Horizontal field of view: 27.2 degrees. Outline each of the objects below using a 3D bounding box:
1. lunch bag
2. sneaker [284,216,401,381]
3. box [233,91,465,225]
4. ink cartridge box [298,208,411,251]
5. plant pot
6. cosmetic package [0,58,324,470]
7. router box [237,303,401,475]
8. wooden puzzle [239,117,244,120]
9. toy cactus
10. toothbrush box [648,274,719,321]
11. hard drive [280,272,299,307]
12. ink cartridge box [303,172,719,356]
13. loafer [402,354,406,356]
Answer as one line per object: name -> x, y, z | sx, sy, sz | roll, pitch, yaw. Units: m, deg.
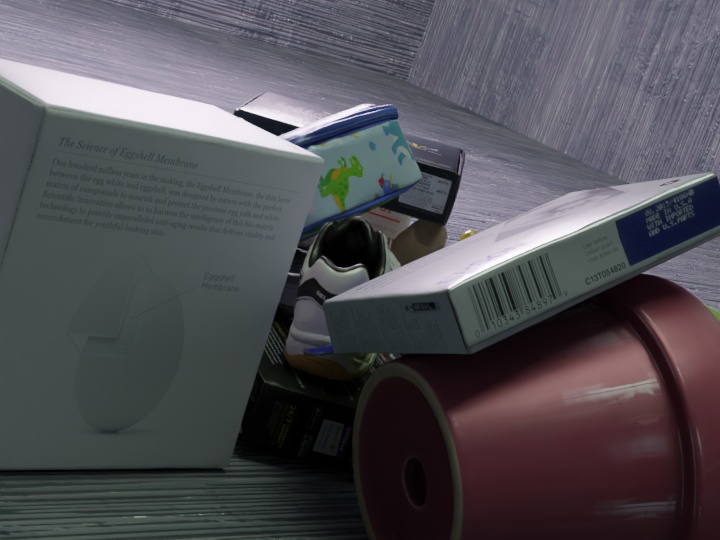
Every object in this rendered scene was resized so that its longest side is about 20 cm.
lunch bag -> -0.062, -0.057, 1.129 | 0.199, 0.083, 0.160 | -21, 2, 42
sneaker -> 0.000, 0.000, 1.026 | 0.075, 0.088, 0.200 | 11, 21, 2
box -> -0.009, -0.101, 1.298 | 0.198, 0.051, 0.158 | 17, 12, 2
ink cartridge box -> -0.020, -0.051, 1.464 | 0.116, 0.068, 0.200 | 17, -5, -10
plant pot -> 0.101, 0.106, 0.855 | 0.177, 0.202, 0.200 | -4, 22, -26
cosmetic package -> -0.154, -0.002, 0.855 | 0.198, 0.202, 0.123 | 8, 17, -46
router box -> -0.029, 0.080, 1.043 | 0.148, 0.051, 0.200 | 17, 13, -20
wooden puzzle -> -0.197, -0.050, 1.087 | 0.199, 0.038, 0.185 | -16, 12, 33
toy cactus -> 0.042, -0.008, 1.333 | 0.198, 0.103, 0.165 | 5, -24, -14
toothbrush box -> 0.241, 0.114, 1.061 | 0.200, 0.146, 0.086 | 33, -14, 47
hard drive -> -0.040, 0.018, 1.213 | 0.199, 0.027, 0.131 | 7, 1, 40
ink cartridge box -> 0.082, -0.002, 0.878 | 0.198, 0.041, 0.200 | -23, 7, -28
loafer -> 0.118, 0.108, 1.143 | 0.199, 0.068, 0.071 | 16, 31, -27
